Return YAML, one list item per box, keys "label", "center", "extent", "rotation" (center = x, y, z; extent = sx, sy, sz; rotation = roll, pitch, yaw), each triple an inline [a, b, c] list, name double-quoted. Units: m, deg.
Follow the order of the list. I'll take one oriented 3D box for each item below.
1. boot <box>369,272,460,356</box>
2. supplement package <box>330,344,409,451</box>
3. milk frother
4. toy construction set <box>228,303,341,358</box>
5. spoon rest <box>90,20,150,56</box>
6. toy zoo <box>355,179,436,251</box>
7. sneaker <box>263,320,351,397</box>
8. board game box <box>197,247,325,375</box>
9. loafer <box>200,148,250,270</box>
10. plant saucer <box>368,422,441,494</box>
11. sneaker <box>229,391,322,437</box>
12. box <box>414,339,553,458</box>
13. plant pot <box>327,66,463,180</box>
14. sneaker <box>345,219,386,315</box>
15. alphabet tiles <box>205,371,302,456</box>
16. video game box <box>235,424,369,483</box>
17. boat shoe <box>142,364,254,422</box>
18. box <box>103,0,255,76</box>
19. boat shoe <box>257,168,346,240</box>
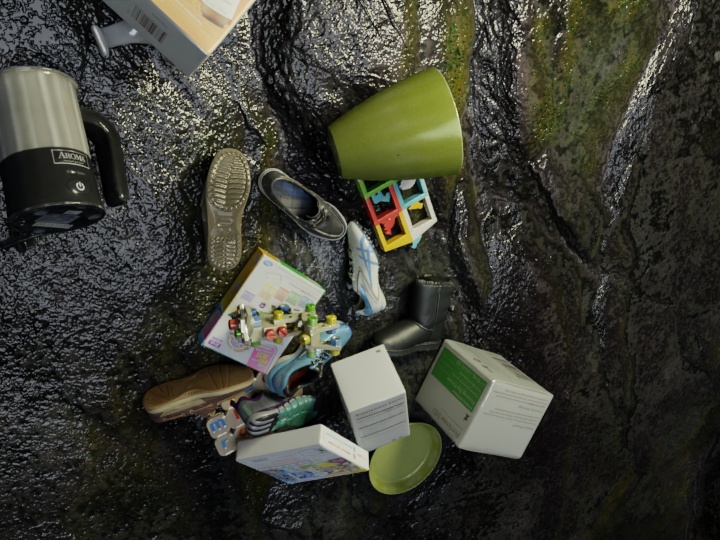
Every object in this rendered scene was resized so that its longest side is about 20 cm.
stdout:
- label: "boot"
  center: [0.115, 0.091, 1.194]
  extent: [0.198, 0.073, 0.163]
  rotation: [-2, 113, -34]
- label: "supplement package"
  center: [0.023, 0.264, 1.144]
  extent: [0.117, 0.117, 0.200]
  rotation: [-19, 140, -8]
- label: "milk frother"
  center: [-0.448, -0.139, 0.778]
  extent: [0.200, 0.180, 0.189]
  rotation: [-16, 82, 10]
- label: "toy construction set"
  center: [-0.140, 0.103, 0.980]
  extent: [0.200, 0.131, 0.092]
  rotation: [10, 105, -30]
- label: "spoon rest"
  center: [-0.291, -0.358, 0.816]
  extent: [0.200, 0.061, 0.100]
  rotation: [-31, 123, -29]
- label: "toy zoo"
  center: [0.076, -0.127, 1.114]
  extent: [0.131, 0.020, 0.200]
  rotation: [-30, 121, -14]
- label: "sneaker"
  center: [-0.088, 0.180, 1.108]
  extent: [0.200, 0.090, 0.078]
  rotation: [-41, 123, -19]
- label: "board game box"
  center: [-0.183, 0.079, 1.052]
  extent: [0.153, 0.040, 0.200]
  rotation: [34, 92, -34]
- label: "loafer"
  center: [-0.232, -0.102, 0.939]
  extent: [0.076, 0.068, 0.201]
  rotation: [7, 91, -31]
- label: "plant saucer"
  center: [0.104, 0.445, 1.358]
  extent: [0.200, 0.031, 0.201]
  rotation: [-10, 114, -23]
- label: "sneaker"
  center: [-0.159, 0.262, 1.112]
  extent: [0.200, 0.087, 0.075]
  rotation: [6, 117, -55]
- label: "box"
  center: [0.275, 0.289, 1.282]
  extent: [0.200, 0.199, 0.172]
  rotation: [18, 101, -30]
- label: "plant pot"
  center: [0.051, -0.230, 0.981]
  extent: [0.200, 0.187, 0.188]
  rotation: [-17, 118, -4]
- label: "sneaker"
  center: [0.000, 0.000, 1.099]
  extent: [0.072, 0.072, 0.200]
  rotation: [-18, 114, -12]
- label: "alphabet tiles"
  center: [-0.206, 0.294, 1.144]
  extent: [0.200, 0.015, 0.196]
  rotation: [-24, 120, -17]
- label: "video game box"
  center: [-0.112, 0.369, 1.123]
  extent: [0.200, 0.047, 0.182]
  rotation: [-18, 138, 23]
- label: "boat shoe"
  center: [-0.292, 0.233, 1.043]
  extent: [0.200, 0.072, 0.072]
  rotation: [-17, 126, -14]
- label: "box"
  center: [-0.220, -0.397, 0.756]
  extent: [0.152, 0.106, 0.200]
  rotation: [40, 72, -25]
- label: "boat shoe"
  center: [-0.093, -0.111, 1.005]
  extent: [0.200, 0.066, 0.070]
  rotation: [40, 89, -33]
